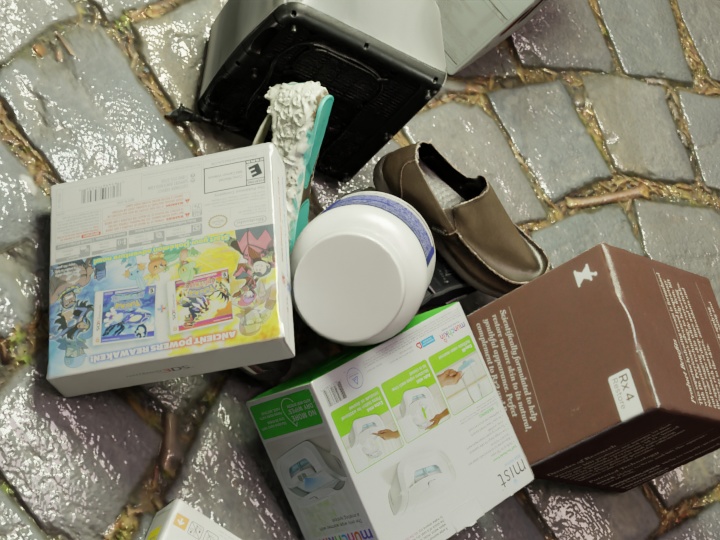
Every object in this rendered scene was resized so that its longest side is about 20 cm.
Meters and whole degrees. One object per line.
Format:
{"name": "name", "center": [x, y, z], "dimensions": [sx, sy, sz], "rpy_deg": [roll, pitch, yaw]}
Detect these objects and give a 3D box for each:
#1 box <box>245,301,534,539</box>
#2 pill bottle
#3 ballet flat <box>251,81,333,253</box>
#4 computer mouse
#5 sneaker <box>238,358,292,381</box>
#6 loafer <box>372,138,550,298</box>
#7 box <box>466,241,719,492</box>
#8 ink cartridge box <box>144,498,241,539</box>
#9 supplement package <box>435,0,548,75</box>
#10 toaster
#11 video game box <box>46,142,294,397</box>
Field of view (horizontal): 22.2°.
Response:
{"name": "box", "center": [0.031, 0.148, 1.574], "dimensions": [0.200, 0.097, 0.177], "rpy_deg": [-27, 95, -44]}
{"name": "pill bottle", "center": [0.000, 0.000, 1.560], "dimensions": [0.120, 0.120, 0.200], "rpy_deg": [49, 9, -2]}
{"name": "ballet flat", "center": [-0.072, -0.074, 1.638], "dimensions": [0.072, 0.072, 0.201], "rpy_deg": [5, 101, -35]}
{"name": "computer mouse", "center": [0.048, -0.022, 1.751], "dimensions": [0.200, 0.046, 0.141], "rpy_deg": [-22, 75, -37]}
{"name": "sneaker", "center": [-0.100, -0.009, 1.569], "dimensions": [0.200, 0.115, 0.076], "rpy_deg": [53, 29, 2]}
{"name": "loafer", "center": [0.102, -0.047, 1.721], "dimensions": [0.200, 0.071, 0.073], "rpy_deg": [37, 51, -7]}
{"name": "box", "center": [0.236, 0.095, 1.700], "dimensions": [0.200, 0.164, 0.166], "rpy_deg": [15, 53, -49]}
{"name": "ink cartridge box", "center": [-0.106, 0.312, 1.433], "dimensions": [0.197, 0.047, 0.200], "rpy_deg": [36, 50, -16]}
{"name": "supplement package", "center": [0.154, -0.343, 1.911], "dimensions": [0.147, 0.200, 0.191], "rpy_deg": [50, 47, -1]}
{"name": "toaster", "center": [-0.046, -0.194, 1.689], "dimensions": [0.200, 0.181, 0.119], "rpy_deg": [23, 47, -24]}
{"name": "video game box", "center": [-0.155, -0.001, 1.493], "dimensions": [0.047, 0.199, 0.183], "rpy_deg": [62, 21, -57]}
